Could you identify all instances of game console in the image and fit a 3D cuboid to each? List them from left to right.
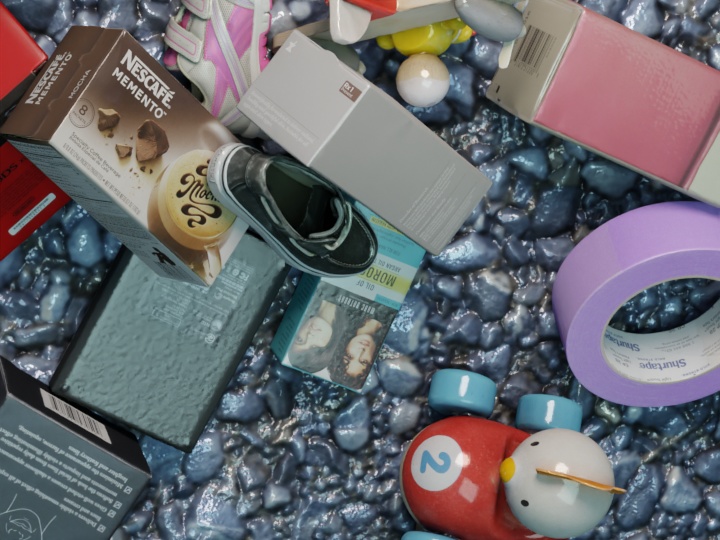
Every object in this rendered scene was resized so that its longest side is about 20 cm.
[{"bbox_3d":[-0.329,-0.110,1.649,0.200,0.119,0.172,-41,143,0],"label":"game console"}]

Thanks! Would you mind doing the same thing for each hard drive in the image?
[{"bbox_3d":[-0.163,0.044,1.726,0.139,0.033,0.200,27,95,-20],"label":"hard drive"}]

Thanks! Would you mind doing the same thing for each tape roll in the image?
[{"bbox_3d":[0.275,0.032,1.779,0.200,0.066,0.200,-6,135,-6],"label":"tape roll"}]

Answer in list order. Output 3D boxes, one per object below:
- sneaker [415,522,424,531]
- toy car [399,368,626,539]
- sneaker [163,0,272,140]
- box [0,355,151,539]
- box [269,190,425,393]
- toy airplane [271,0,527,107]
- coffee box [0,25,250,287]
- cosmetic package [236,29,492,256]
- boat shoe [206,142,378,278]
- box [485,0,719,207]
[{"bbox_3d":[0.116,0.322,1.866,0.108,0.070,0.200,-10,105,-10],"label":"sneaker"},{"bbox_3d":[0.144,0.182,1.732,0.177,0.200,0.185,17,74,-18],"label":"toy car"},{"bbox_3d":[-0.121,-0.198,1.644,0.088,0.081,0.200,-10,108,-13],"label":"sneaker"},{"bbox_3d":[-0.299,0.203,1.702,0.148,0.107,0.200,34,94,-21],"label":"box"},{"bbox_3d":[0.000,0.000,1.751,0.082,0.049,0.200,21,99,-19],"label":"box"},{"bbox_3d":[0.036,-0.201,1.621,0.199,0.200,0.141,-14,97,-10],"label":"toy airplane"},{"bbox_3d":[-0.176,-0.092,1.603,0.200,0.080,0.113,45,69,-35],"label":"coffee box"},{"bbox_3d":[0.005,-0.100,1.599,0.090,0.107,0.200,-54,138,5],"label":"cosmetic package"},{"bbox_3d":[-0.042,-0.041,1.629,0.200,0.071,0.072,29,80,-46],"label":"boat shoe"},{"bbox_3d":[0.231,-0.150,1.725,0.200,0.128,0.109,22,99,-20],"label":"box"}]
